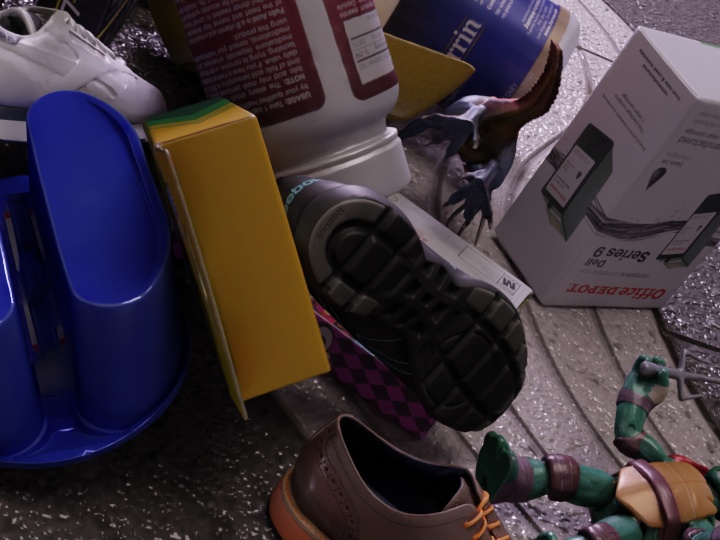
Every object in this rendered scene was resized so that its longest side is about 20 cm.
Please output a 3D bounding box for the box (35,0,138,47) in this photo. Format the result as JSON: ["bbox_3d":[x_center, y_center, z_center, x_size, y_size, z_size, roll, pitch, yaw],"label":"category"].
[{"bbox_3d":[-0.168,-0.223,0.864,0.049,0.162,0.201,24,34,-9],"label":"box"}]

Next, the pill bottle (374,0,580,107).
[{"bbox_3d":[0.064,-0.202,0.998,0.199,0.116,0.116,31,32,-6],"label":"pill bottle"}]

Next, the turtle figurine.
[{"bbox_3d":[0.173,0.128,0.727,0.198,0.102,0.150,-7,31,-24],"label":"turtle figurine"}]

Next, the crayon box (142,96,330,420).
[{"bbox_3d":[-0.065,-0.015,0.627,0.050,0.128,0.200,-17,14,-8],"label":"crayon box"}]

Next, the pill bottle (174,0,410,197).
[{"bbox_3d":[-0.043,-0.134,0.741,0.114,0.113,0.202,-35,111,-56],"label":"pill bottle"}]

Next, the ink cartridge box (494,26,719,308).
[{"bbox_3d":[0.217,-0.067,0.936,0.145,0.201,0.084,3,44,-36],"label":"ink cartridge box"}]

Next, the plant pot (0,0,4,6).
[{"bbox_3d":[-0.283,-0.199,0.749,0.185,0.187,0.201,14,51,-24],"label":"plant pot"}]

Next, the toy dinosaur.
[{"bbox_3d":[0.098,-0.087,0.916,0.106,0.199,0.181,59,26,-6],"label":"toy dinosaur"}]

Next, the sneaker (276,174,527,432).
[{"bbox_3d":[0.024,0.013,0.683,0.200,0.075,0.079,49,-9,-37],"label":"sneaker"}]

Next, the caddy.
[{"bbox_3d":[-0.162,0.004,0.618,0.140,0.106,0.201,-11,47,-16],"label":"caddy"}]

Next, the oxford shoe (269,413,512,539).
[{"bbox_3d":[0.050,0.147,0.622,0.199,0.073,0.071,32,31,1],"label":"oxford shoe"}]

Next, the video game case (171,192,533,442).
[{"bbox_3d":[0.000,0.000,0.816,0.199,0.036,0.181,36,32,7],"label":"video game case"}]

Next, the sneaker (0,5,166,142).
[{"bbox_3d":[-0.176,-0.115,0.748,0.076,0.081,0.200,0,4,21],"label":"sneaker"}]

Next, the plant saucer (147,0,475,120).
[{"bbox_3d":[-0.047,-0.152,0.909,0.198,0.049,0.200,15,1,-23],"label":"plant saucer"}]

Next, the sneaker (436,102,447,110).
[{"bbox_3d":[0.074,-0.196,1.081,0.199,0.100,0.075,28,15,-6],"label":"sneaker"}]
